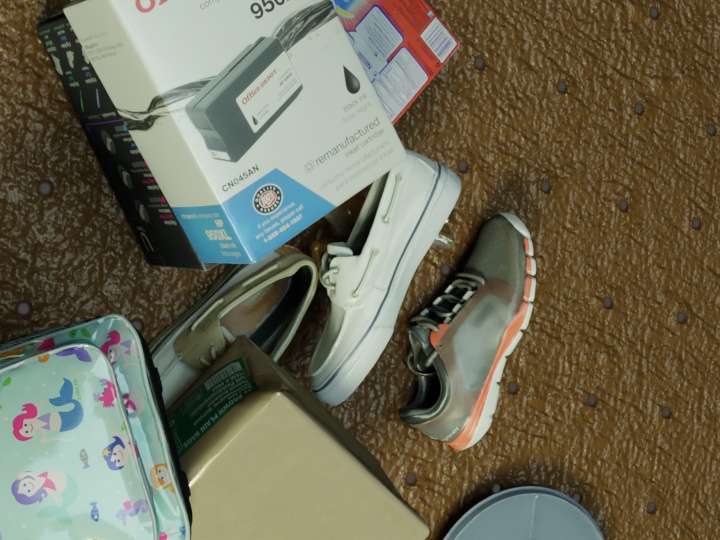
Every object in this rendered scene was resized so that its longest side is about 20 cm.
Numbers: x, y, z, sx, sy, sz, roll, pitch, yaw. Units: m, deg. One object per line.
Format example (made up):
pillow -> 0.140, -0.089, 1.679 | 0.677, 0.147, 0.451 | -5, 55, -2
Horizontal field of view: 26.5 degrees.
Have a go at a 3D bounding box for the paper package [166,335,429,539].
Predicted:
paper package -> -0.086, 0.185, 1.103 | 0.200, 0.103, 0.191 | -44, 120, 1

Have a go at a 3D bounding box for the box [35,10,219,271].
box -> -0.127, -0.115, 1.102 | 0.122, 0.106, 0.201 | -31, 106, -25

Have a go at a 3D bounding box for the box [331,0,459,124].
box -> -0.034, -0.205, 1.156 | 0.200, 0.095, 0.100 | 47, 70, -23

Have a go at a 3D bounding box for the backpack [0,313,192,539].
backpack -> -0.215, 0.129, 0.943 | 0.199, 0.151, 0.178 | -15, 87, -4

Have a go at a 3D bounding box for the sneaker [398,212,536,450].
sneaker -> 0.083, 0.044, 1.250 | 0.082, 0.077, 0.201 | 17, 83, -23

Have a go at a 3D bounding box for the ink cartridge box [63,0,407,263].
ink cartridge box -> -0.082, -0.125, 1.018 | 0.144, 0.084, 0.200 | -36, 109, -25

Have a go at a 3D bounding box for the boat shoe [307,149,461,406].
boat shoe -> 0.000, 0.000, 1.147 | 0.067, 0.074, 0.200 | 29, 83, -19

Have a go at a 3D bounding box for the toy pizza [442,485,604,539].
toy pizza -> 0.133, 0.284, 1.313 | 0.200, 0.032, 0.201 | -2, 94, -28

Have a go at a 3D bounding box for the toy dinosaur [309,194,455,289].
toy dinosaur -> -0.013, -0.042, 1.208 | 0.200, 0.060, 0.107 | 25, 68, -38

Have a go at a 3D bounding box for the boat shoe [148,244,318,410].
boat shoe -> -0.106, 0.061, 1.145 | 0.075, 0.068, 0.200 | 41, 73, -24
